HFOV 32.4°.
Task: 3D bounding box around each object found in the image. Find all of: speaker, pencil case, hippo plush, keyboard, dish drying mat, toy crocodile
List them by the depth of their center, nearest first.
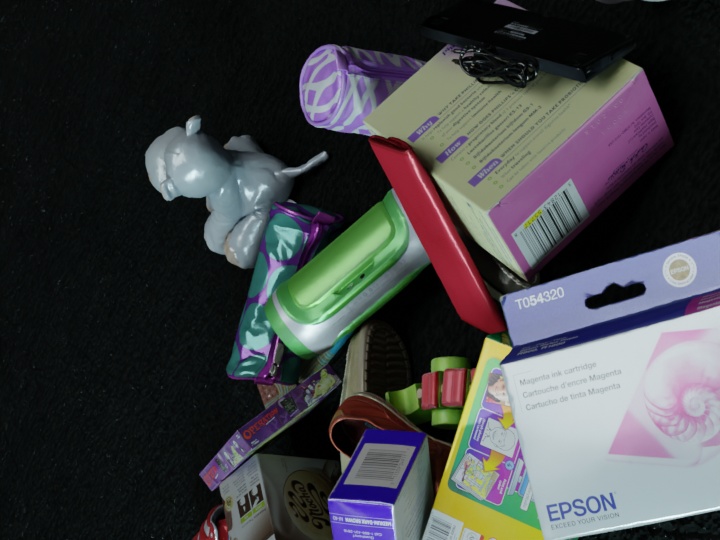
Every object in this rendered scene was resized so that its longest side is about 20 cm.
[{"bbox_3d":[0.129,-0.184,1.055,0.199,0.104,0.040,27,138,46],"label":"keyboard"},{"bbox_3d":[0.070,-0.030,1.084,0.018,0.201,0.077,-35,26,-13],"label":"dish drying mat"},{"bbox_3d":[0.103,0.109,1.142,0.199,0.061,0.068,-14,69,48],"label":"toy crocodile"},{"bbox_3d":[0.039,-0.170,1.196,0.085,0.199,0.085,-26,70,52],"label":"pencil case"},{"bbox_3d":[0.000,0.000,1.243,0.200,0.088,0.089,-40,49,13],"label":"speaker"},{"bbox_3d":[-0.080,0.027,1.343,0.092,0.084,0.202,-150,74,-68],"label":"pencil case"},{"bbox_3d":[-0.172,-0.092,1.461,0.199,0.160,0.161,18,94,52],"label":"hippo plush"}]

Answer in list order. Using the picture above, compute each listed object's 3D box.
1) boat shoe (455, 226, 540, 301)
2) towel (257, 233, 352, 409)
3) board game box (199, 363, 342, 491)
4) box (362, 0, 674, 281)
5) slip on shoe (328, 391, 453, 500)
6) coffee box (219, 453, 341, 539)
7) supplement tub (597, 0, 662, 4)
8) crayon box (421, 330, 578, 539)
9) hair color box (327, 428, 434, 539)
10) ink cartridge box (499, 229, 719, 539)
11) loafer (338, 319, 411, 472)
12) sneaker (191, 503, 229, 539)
[{"bbox_3d":[0.120,-0.050,1.158,0.060,0.072,0.202,-56,39,32],"label":"boat shoe"},{"bbox_3d":[-0.069,0.057,1.406,0.200,0.022,0.147,-51,45,30],"label":"towel"},{"bbox_3d":[-0.097,0.165,1.286,0.032,0.120,0.200,48,152,4],"label":"board game box"},{"bbox_3d":[0.134,-0.119,1.081,0.176,0.097,0.200,-42,43,-5],"label":"box"},{"bbox_3d":[0.053,0.184,1.139,0.199,0.061,0.074,32,119,19],"label":"slip on shoe"},{"bbox_3d":[-0.062,0.296,1.258,0.080,0.112,0.201,-43,49,36],"label":"coffee box"},{"bbox_3d":[0.266,-0.298,0.983,0.199,0.145,0.147,-10,73,50],"label":"supplement tub"},{"bbox_3d":[0.137,0.166,1.046,0.118,0.058,0.202,21,99,23],"label":"crayon box"},{"bbox_3d":[0.026,0.253,1.088,0.064,0.109,0.202,1,115,20],"label":"hair color box"},{"bbox_3d":[0.209,0.092,0.950,0.195,0.043,0.202,-19,82,29],"label":"ink cartridge box"},{"bbox_3d":[0.006,0.150,1.243,0.068,0.075,0.202,-13,71,43],"label":"loafer"},{"bbox_3d":[-0.142,0.352,1.377,0.113,0.071,0.200,-60,39,26],"label":"sneaker"}]
